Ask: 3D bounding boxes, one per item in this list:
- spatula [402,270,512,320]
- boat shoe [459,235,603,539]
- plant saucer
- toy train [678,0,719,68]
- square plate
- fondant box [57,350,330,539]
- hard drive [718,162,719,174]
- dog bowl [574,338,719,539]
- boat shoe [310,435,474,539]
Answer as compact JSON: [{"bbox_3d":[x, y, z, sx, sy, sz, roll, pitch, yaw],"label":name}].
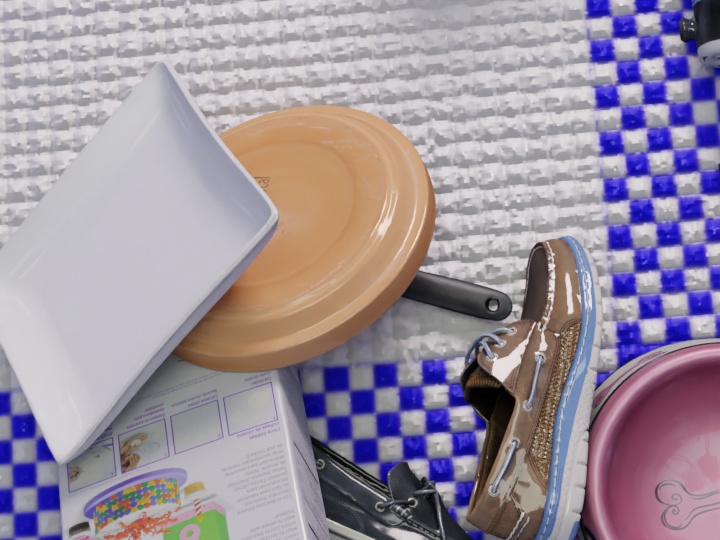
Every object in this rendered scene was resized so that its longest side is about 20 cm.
[{"bbox_3d":[0.000,0.000,1.294,0.199,0.021,0.057,14,91,5],"label":"spatula"},{"bbox_3d":[0.101,0.066,1.227,0.072,0.072,0.201,11,63,-12],"label":"boat shoe"},{"bbox_3d":[-0.053,-0.027,1.251,0.199,0.032,0.201,-12,47,13],"label":"plant saucer"},{"bbox_3d":[0.257,-0.214,1.297,0.114,0.087,0.201,-4,79,12],"label":"toy train"},{"bbox_3d":[-0.143,-0.007,1.238,0.198,0.028,0.200,-49,40,10],"label":"square plate"},{"bbox_3d":[-0.099,0.133,1.190,0.144,0.058,0.200,-20,43,6],"label":"fondant box"},{"bbox_3d":[0.335,-0.034,1.268,0.199,0.042,0.135,-11,77,1],"label":"hard drive"},{"bbox_3d":[0.218,0.133,1.224,0.199,0.074,0.201,-1,78,4],"label":"dog bowl"},{"bbox_3d":[0.025,0.149,1.234,0.199,0.075,0.062,22,86,14],"label":"boat shoe"}]
